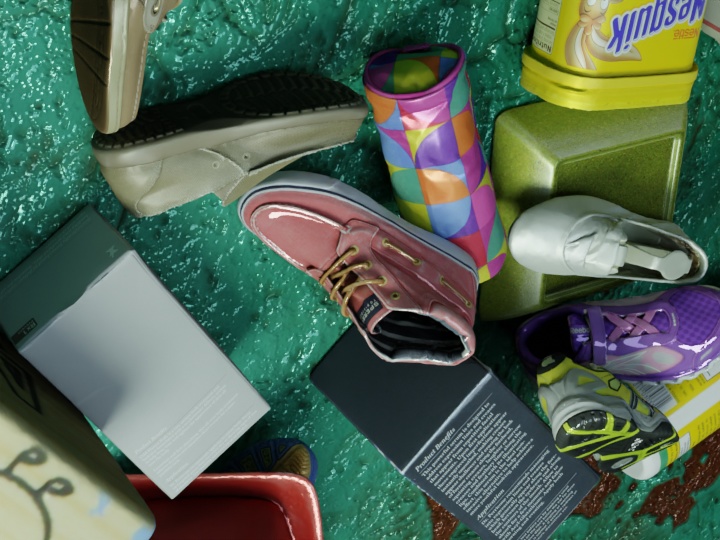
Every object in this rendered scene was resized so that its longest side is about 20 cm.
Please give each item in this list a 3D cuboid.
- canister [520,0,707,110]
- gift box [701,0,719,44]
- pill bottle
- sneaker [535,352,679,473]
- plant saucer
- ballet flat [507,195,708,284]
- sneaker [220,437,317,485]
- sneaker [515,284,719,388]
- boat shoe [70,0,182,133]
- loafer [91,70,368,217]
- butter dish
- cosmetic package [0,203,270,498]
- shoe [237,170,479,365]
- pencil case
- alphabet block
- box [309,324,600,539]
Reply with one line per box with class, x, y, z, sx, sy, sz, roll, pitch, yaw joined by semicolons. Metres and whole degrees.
canister;0.209;-0.234;1.181;0.148;0.087;0.201;-8;119;-31
gift box;0.406;-0.227;1.265;0.186;0.184;0.201;29;95;-51
pill bottle;0.308;0.096;1.431;0.199;0.113;0.113;-33;131;-14
sneaker;0.206;0.115;1.263;0.075;0.077;0.200;-30;153;15
plant saucer;0.202;-0.054;1.309;0.199;0.048;0.201;-15;124;-27
ballet flat;0.212;-0.020;1.259;0.199;0.069;0.070;6;113;-37
sneaker;-0.087;0.220;1.267;0.088;0.075;0.200;15;117;-48
sneaker;0.216;0.055;1.294;0.199;0.081;0.088;-13;159;26
boat shoe;-0.141;-0.184;0.977;0.064;0.071;0.201;-6;119;-31
loafer;-0.090;-0.088;1.074;0.199;0.076;0.068;-12;125;-17
butter dish;-0.128;0.267;1.150;0.198;0.148;0.201;-1;108;4
cosmetic package;-0.164;0.061;1.101;0.107;0.090;0.200;-40;129;-7
shoe;0.000;0.000;1.128;0.199;0.091;0.072;24;127;-17
pencil case;0.060;-0.080;1.175;0.088;0.088;0.201;-30;132;-16
alphabet block;-0.287;0.136;0.986;0.195;0.196;0.200;-47;133;-4
box;0.080;0.131;1.268;0.107;0.148;0.200;-48;132;-1
